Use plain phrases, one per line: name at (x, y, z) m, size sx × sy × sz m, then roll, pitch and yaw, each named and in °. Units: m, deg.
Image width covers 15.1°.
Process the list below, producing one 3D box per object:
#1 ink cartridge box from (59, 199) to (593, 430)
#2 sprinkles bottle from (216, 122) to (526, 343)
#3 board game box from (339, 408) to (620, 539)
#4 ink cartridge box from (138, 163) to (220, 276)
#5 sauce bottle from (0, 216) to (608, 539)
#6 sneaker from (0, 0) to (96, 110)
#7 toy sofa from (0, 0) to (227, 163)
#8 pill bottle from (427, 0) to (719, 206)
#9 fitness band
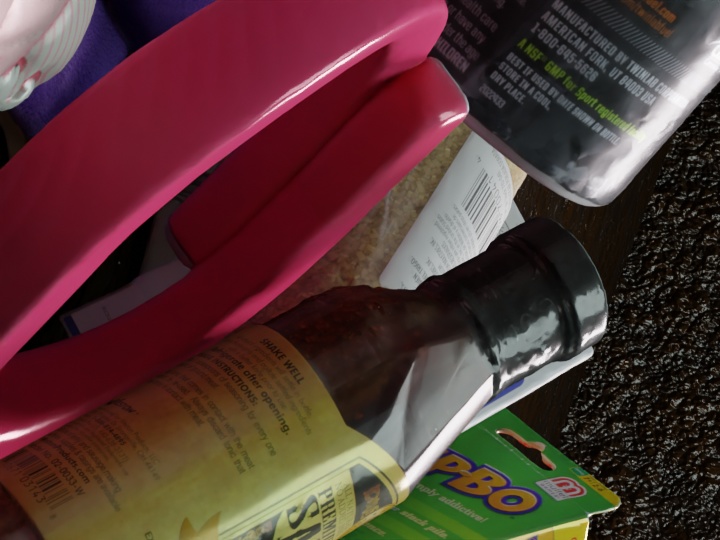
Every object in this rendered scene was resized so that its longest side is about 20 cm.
ink cartridge box at (-0.012, 0.026, 0.909) m, size 0.200 × 0.095 × 0.037 m, roll -27°, pitch 178°, yaw -43°
sprinkles bottle at (0.000, 0.000, 0.863) m, size 0.068 × 0.068 × 0.200 m, roll 97°, pitch 19°, yaw -49°
board game box at (-0.014, 0.090, 0.948) m, size 0.199 × 0.095 × 0.030 m, roll -15°, pitch 122°, yaw -29°
ink cartridge box at (-0.023, -0.020, 1.055) m, size 0.146 × 0.082 × 0.201 m, roll -34°, pitch 141°, yaw -74°
sauce bottle at (-0.020, 0.045, 0.744) m, size 0.199 × 0.066 × 0.066 m, roll -28°, pitch 150°, yaw -21°
sneaker at (-0.103, -0.047, 0.570) m, size 0.105 × 0.075 × 0.201 m, roll 87°, pitch 18°, yaw -52°
toy sofa at (-0.057, -0.081, 0.758) m, size 0.200 × 0.082 × 0.098 m, roll 79°, pitch 29°, yaw -71°
pill bottle at (0.096, -0.124, 0.787) m, size 0.200 × 0.106 × 0.106 m, roll -48°, pitch 175°, yaw 12°
fitness band at (-0.052, -0.013, 0.705) m, size 0.143 × 0.038 × 0.200 m, roll -21°, pitch 162°, yaw -47°
